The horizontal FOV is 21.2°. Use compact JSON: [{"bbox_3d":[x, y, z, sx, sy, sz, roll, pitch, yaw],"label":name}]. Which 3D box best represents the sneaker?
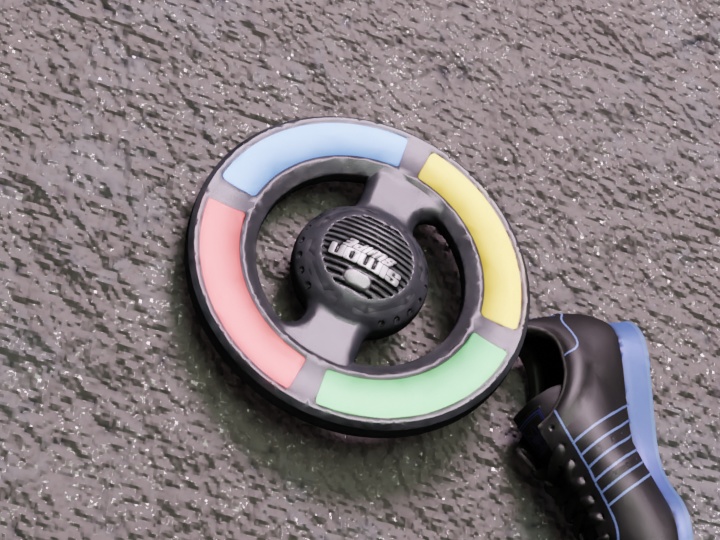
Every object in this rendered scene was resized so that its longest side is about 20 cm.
[{"bbox_3d":[0.128,0.115,1.064,0.077,0.070,0.202,5,55,-21],"label":"sneaker"}]

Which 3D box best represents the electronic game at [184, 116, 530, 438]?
[{"bbox_3d":[0.000,0.000,1.063,0.198,0.042,0.202,9,58,-14],"label":"electronic game"}]
